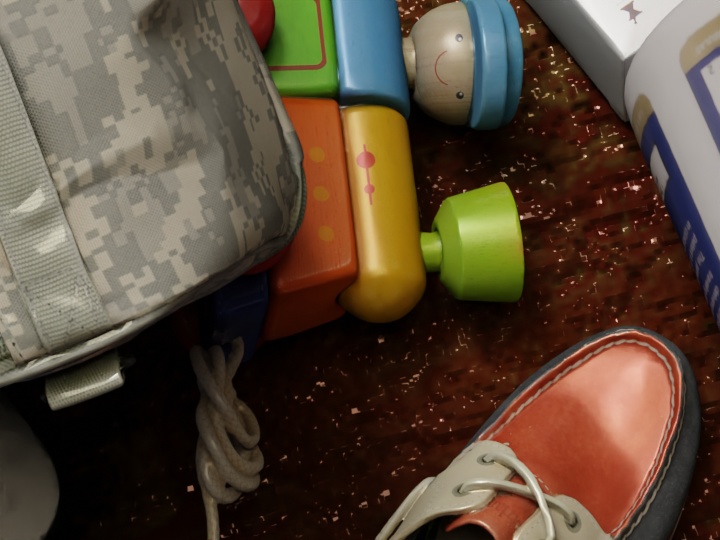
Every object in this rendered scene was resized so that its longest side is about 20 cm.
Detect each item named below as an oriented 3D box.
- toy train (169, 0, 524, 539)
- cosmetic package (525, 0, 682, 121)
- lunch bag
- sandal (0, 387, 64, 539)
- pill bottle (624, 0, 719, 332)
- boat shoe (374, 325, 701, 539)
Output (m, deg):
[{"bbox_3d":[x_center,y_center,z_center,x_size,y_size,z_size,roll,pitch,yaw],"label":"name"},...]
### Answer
[{"bbox_3d":[0.000,0.000,0.857,0.115,0.085,0.201,-3,66,-9],"label":"toy train"},{"bbox_3d":[0.125,-0.166,0.924,0.199,0.052,0.151,-34,69,-8],"label":"cosmetic package"},{"bbox_3d":[-0.102,-0.071,0.717,0.139,0.168,0.201,-20,97,-3],"label":"lunch bag"},{"bbox_3d":[-0.163,0.009,0.815,0.075,0.045,0.200,-43,77,-4],"label":"sandal"},{"bbox_3d":[0.162,0.009,0.812,0.110,0.111,0.201,-20,67,-2],"label":"pill bottle"},{"bbox_3d":[0.035,0.092,0.818,0.071,0.063,0.200,35,74,21],"label":"boat shoe"}]
